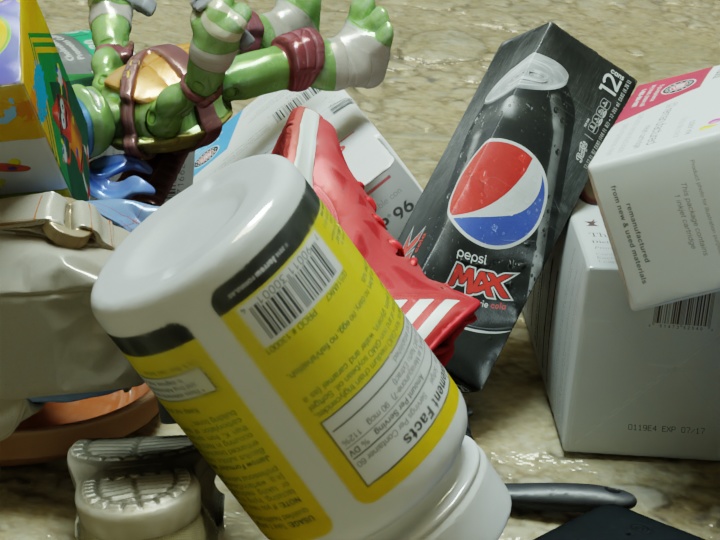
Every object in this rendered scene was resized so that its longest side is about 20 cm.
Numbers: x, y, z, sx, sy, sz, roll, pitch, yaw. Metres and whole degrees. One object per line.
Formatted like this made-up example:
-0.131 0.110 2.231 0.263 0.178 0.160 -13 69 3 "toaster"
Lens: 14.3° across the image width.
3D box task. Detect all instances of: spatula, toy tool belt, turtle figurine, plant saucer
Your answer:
0.041 0.105 1.460 0.199 0.021 0.057 9 11 4 "spatula"
-0.138 0.011 1.424 0.199 0.125 0.123 -7 20 6 "toy tool belt"
-0.088 -0.144 1.555 0.193 0.201 0.144 -13 -10 -38 "turtle figurine"
-0.200 0.055 1.513 0.199 0.032 0.200 6 22 -2 "plant saucer"

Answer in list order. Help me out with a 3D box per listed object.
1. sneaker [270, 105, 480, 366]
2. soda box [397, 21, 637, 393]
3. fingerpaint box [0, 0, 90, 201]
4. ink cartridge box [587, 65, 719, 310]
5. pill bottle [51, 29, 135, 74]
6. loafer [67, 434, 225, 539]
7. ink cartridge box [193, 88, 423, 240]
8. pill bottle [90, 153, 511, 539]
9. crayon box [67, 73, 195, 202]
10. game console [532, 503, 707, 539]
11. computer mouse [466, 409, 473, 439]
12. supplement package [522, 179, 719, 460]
0.000 0.000 1.494 0.115 0.078 0.200 18 41 -12 "sneaker"
0.072 -0.033 1.562 0.063 0.201 0.071 32 -16 -16 "soda box"
-0.247 -0.074 1.421 0.199 0.167 0.074 -6 64 5 "fingerpaint box"
0.229 -0.061 1.445 0.199 0.086 0.148 -16 14 21 "ink cartridge box"
-0.230 -0.078 1.718 0.199 0.114 0.113 -13 29 -38 "pill bottle"
-0.102 0.119 1.340 0.075 0.069 0.200 -3 6 2 "loafer"
-0.030 -0.038 1.651 0.116 0.068 0.200 -38 25 2 "ink cartridge box"
-0.023 0.057 1.312 0.114 0.200 0.114 -31 20 13 "pill bottle"
-0.196 -0.045 1.629 0.199 0.126 0.052 -3 23 -20 "crayon box"
0.155 0.167 1.327 0.199 0.031 0.177 20 27 30 "game console"
-0.019 0.049 1.520 0.140 0.046 0.200 8 9 -23 "computer mouse"
0.159 0.012 1.598 0.113 0.110 0.200 4 22 -6 "supplement package"
